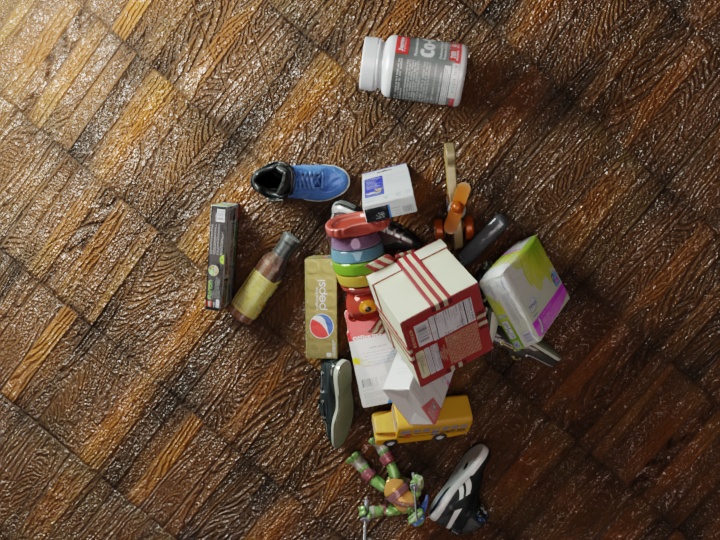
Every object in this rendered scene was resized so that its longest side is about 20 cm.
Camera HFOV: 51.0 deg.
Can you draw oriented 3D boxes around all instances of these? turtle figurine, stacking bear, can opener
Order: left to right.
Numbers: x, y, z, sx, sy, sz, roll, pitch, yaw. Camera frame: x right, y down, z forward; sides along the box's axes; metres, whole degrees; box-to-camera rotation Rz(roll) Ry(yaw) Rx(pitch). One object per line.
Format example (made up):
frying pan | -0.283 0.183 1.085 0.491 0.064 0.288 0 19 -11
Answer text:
stacking bear | 0.000 0.000 1.443 0.118 0.114 0.205 -11 107 -12
turtle figurine | 0.053 0.442 1.532 0.195 0.198 0.145 52 131 17
can opener | 0.228 -0.019 1.497 0.067 0.053 0.200 46 109 10

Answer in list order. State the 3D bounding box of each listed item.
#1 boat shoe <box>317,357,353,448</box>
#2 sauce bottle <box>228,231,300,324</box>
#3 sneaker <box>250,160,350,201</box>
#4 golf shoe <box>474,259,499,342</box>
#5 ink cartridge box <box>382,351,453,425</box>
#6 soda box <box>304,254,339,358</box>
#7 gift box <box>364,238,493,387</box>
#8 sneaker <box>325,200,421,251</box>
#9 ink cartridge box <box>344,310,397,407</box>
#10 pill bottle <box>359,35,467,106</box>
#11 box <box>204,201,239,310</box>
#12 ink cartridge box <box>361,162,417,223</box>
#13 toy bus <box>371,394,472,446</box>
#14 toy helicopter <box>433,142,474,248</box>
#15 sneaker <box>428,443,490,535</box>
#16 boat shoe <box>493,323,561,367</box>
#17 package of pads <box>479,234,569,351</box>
boat shoe | -0.060 0.271 1.565 0.065 0.074 0.204 16 121 30
sauce bottle | -0.192 0.015 1.536 0.066 0.066 0.201 36 100 -3
sneaker | -0.120 -0.173 1.482 0.194 0.111 0.079 4 99 2
golf shoe | 0.265 0.070 1.467 0.086 0.203 0.078 23 141 -10
ink cartridge box | 0.127 0.188 1.494 0.066 0.202 0.117 -7 132 37
soda box | -0.078 0.073 1.539 0.066 0.064 0.206 0 98 2
gift box | 0.109 0.070 1.376 0.196 0.187 0.188 -21 124 -9
sneaker | 0.019 -0.052 1.520 0.196 0.076 0.118 25 105 9
ink cartridge box | 0.040 0.165 1.544 0.113 0.067 0.205 -11 97 4
pill bottle | 0.100 -0.384 1.439 0.195 0.114 0.117 8 99 1
box | -0.276 -0.031 1.512 0.034 0.110 0.206 6 98 2
ink cartridge box | 0.053 -0.150 1.440 0.097 0.201 0.040 -14 114 7
toy bus | 0.123 0.305 1.536 0.195 0.079 0.066 -5 55 -9
toy helicopter | 0.178 -0.144 1.460 0.077 0.132 0.206 -5 98 4
sneaker | 0.238 0.464 1.580 0.111 0.073 0.202 32 107 -5
boat shoe | 0.309 0.143 1.528 0.198 0.072 0.061 31 103 5
package of pads | 0.317 0.035 1.449 0.068 0.200 0.157 -26 98 39
